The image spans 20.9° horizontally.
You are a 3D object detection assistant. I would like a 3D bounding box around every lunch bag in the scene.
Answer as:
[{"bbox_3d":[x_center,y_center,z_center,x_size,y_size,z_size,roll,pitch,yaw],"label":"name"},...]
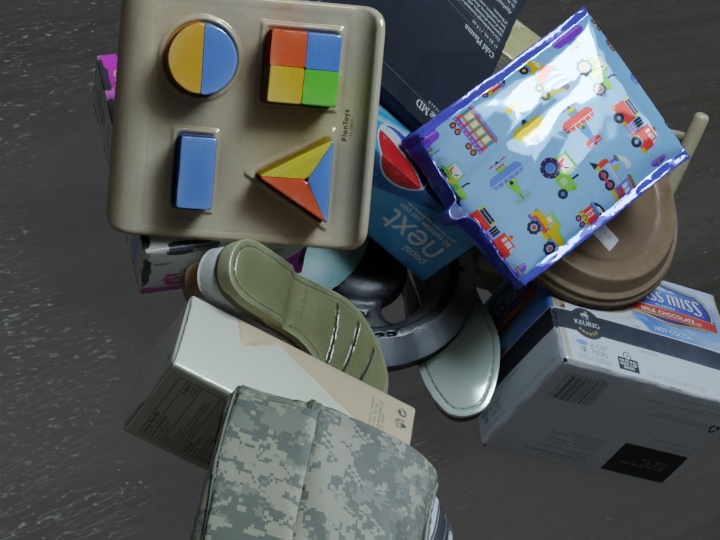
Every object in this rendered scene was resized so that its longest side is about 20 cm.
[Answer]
[{"bbox_3d":[0.140,-0.090,1.573,0.200,0.094,0.151,-37,91,-28],"label":"lunch bag"},{"bbox_3d":[-0.034,0.199,1.368,0.167,0.140,0.201,12,42,0],"label":"lunch bag"}]

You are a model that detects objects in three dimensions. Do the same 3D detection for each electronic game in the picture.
[{"bbox_3d":[0.000,0.000,1.647,0.199,0.042,0.201,5,54,-7],"label":"electronic game"}]

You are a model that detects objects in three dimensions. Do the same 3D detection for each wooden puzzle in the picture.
[{"bbox_3d":[-0.086,-0.112,1.464,0.199,0.186,0.046,4,7,-5],"label":"wooden puzzle"}]

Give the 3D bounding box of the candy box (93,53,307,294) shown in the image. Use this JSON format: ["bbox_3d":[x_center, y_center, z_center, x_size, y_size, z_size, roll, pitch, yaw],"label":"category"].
[{"bbox_3d":[-0.130,-0.085,1.568,0.136,0.061,0.201,-7,56,-16],"label":"candy box"}]

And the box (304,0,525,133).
[{"bbox_3d":[0.016,-0.214,1.625,0.200,0.104,0.183,42,58,-30],"label":"box"}]

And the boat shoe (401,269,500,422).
[{"bbox_3d":[0.076,0.052,1.676,0.075,0.060,0.201,-3,53,-3],"label":"boat shoe"}]

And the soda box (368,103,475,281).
[{"bbox_3d":[0.009,-0.083,1.571,0.200,0.068,0.064,39,32,-28],"label":"soda box"}]

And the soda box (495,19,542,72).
[{"bbox_3d":[0.207,-0.163,1.978,0.200,0.064,0.068,37,40,-5],"label":"soda box"}]

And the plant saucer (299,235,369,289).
[{"bbox_3d":[-0.085,-0.062,1.623,0.200,0.039,0.202,6,54,-8],"label":"plant saucer"}]

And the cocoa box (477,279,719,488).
[{"bbox_3d":[0.209,0.085,1.692,0.199,0.134,0.132,15,44,-26],"label":"cocoa box"}]

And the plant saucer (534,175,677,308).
[{"bbox_3d":[0.191,-0.065,1.654,0.199,0.029,0.201,13,61,-25],"label":"plant saucer"}]

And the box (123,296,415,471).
[{"bbox_3d":[-0.068,0.113,1.484,0.199,0.095,0.078,29,41,-15],"label":"box"}]

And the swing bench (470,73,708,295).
[{"bbox_3d":[0.189,-0.072,1.806,0.198,0.201,0.130,9,7,-33],"label":"swing bench"}]

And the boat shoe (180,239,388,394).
[{"bbox_3d":[-0.057,0.046,1.531,0.200,0.068,0.075,44,49,-32],"label":"boat shoe"}]

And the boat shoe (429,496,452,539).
[{"bbox_3d":[0.023,0.250,1.451,0.068,0.071,0.200,55,37,-29],"label":"boat shoe"}]
